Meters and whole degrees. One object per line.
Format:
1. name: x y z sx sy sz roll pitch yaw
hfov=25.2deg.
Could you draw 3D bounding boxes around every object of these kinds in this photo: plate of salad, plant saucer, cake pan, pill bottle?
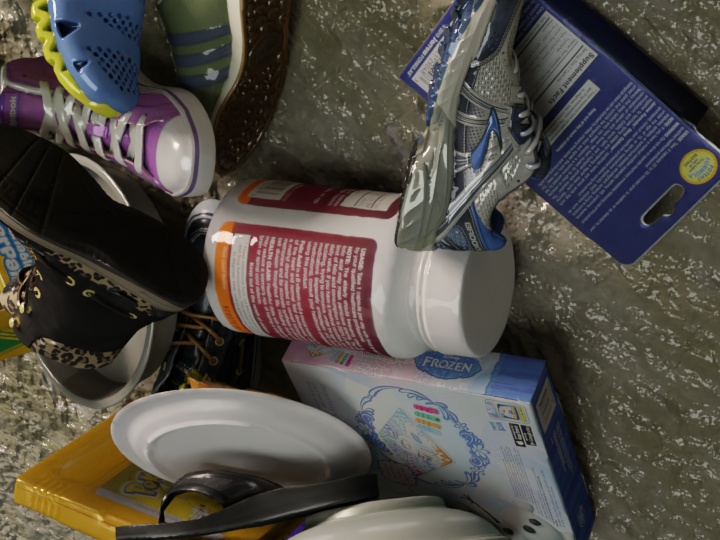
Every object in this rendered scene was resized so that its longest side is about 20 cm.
1. plate of salad: -0.090 0.127 1.229 0.199 0.048 0.200 4 150 2
2. plant saucer: 0.014 0.202 1.211 0.200 0.200 0.051 -19 73 39
3. cake pan: -0.208 0.007 1.268 0.200 0.037 0.201 13 107 46
4. pill bottle: 0.000 0.000 1.137 0.199 0.114 0.115 8 127 27

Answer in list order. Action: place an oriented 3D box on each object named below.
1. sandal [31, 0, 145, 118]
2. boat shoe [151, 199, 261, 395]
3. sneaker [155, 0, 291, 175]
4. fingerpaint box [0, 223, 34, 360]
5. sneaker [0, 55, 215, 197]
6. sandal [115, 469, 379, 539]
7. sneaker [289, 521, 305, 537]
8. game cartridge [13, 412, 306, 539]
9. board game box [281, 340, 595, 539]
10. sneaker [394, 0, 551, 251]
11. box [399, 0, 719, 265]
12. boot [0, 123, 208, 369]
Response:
1. sandal: -0.169 -0.200 1.072 0.087 0.079 0.201 -14 74 19
2. boat shoe: -0.119 0.048 1.262 0.071 0.091 0.201 16 130 20
3. sneaker: -0.102 -0.165 1.117 0.090 0.067 0.201 39 141 22
4. fingerpaint box: -0.339 -0.023 1.246 0.073 0.166 0.201 -40 72 44
5. sneaker: -0.187 -0.098 1.120 0.200 0.114 0.073 33 123 47
6. sandal: -0.086 0.168 1.206 0.199 0.075 0.048 -12 79 3
7. sneaker: -0.029 0.265 1.362 0.199 0.100 0.070 15 128 21
8. game cartridge: -0.154 0.182 1.328 0.199 0.176 0.033 21 112 17
9. board game box: 0.062 0.129 1.213 0.198 0.043 0.200 7 141 26
10. sneaker: 0.082 -0.097 1.008 0.085 0.077 0.201 13 124 -3
11. box: 0.133 -0.103 1.032 0.200 0.032 0.121 41 134 1
12. boot: -0.221 -0.010 1.144 0.199 0.073 0.151 30 142 -16
